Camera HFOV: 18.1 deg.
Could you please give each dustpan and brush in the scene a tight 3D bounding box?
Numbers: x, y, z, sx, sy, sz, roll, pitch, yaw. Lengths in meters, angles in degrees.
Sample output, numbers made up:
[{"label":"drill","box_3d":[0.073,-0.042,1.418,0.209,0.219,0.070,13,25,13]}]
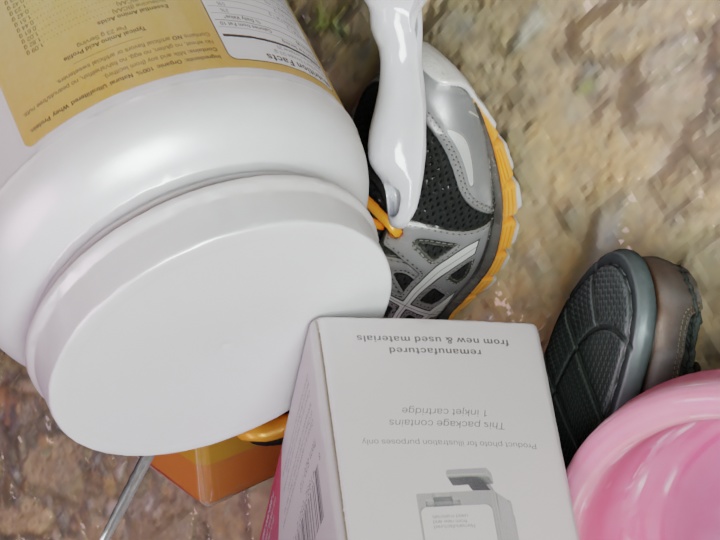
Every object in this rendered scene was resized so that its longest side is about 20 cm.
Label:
[{"label":"dustpan and brush","box_3d":[0.006,-0.117,0.784,0.139,0.057,0.201,3,85,63]}]

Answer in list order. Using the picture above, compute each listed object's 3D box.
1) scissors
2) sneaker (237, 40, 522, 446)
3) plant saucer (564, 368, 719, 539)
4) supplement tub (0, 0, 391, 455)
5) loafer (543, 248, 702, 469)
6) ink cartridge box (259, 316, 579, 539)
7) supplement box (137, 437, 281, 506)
[{"label":"scissors","box_3d":[-0.055,0.021,0.878,0.014,0.201,0.073,26,173,-6]},{"label":"sneaker","box_3d":[0.000,0.000,0.866,0.078,0.077,0.201,47,139,30]},{"label":"plant saucer","box_3d":[0.154,0.115,0.720,0.200,0.051,0.201,24,130,31]},{"label":"supplement tub","box_3d":[-0.084,-0.052,0.789,0.201,0.144,0.145,63,148,30]},{"label":"loafer","box_3d":[0.092,0.074,0.814,0.072,0.063,0.201,-103,22,-48]},{"label":"ink cartridge box","box_3d":[0.020,0.137,0.744,0.147,0.082,0.201,105,162,-49]},{"label":"supplement box","box_3d":[-0.065,-0.006,0.962,0.069,0.066,0.201,30,131,46]}]
